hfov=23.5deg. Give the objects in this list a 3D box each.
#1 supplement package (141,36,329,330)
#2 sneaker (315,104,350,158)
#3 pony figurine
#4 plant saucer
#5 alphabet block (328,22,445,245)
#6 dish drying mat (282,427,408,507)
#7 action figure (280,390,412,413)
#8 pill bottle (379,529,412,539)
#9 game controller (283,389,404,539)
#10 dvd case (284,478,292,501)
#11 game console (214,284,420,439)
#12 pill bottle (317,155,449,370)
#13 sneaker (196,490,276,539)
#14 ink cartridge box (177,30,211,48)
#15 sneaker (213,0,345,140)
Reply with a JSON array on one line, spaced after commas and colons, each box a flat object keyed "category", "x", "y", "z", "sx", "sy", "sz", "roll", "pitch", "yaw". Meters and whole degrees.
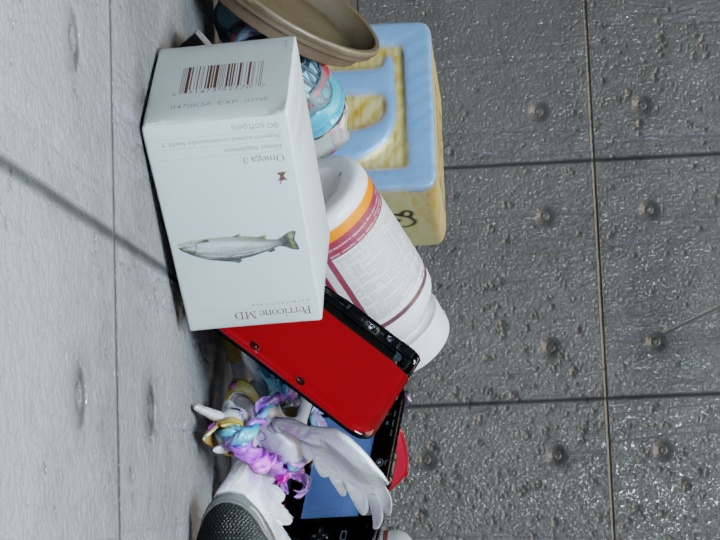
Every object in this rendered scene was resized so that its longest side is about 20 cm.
[{"category": "supplement package", "x": -0.095, "y": -0.068, "z": 1.392, "sx": 0.118, "sy": 0.115, "sz": 0.202, "roll": -88, "pitch": 171, "yaw": -53}, {"category": "sneaker", "x": -0.059, "y": -0.160, "z": 1.783, "sx": 0.200, "sy": 0.087, "sz": 0.082, "roll": -116, "pitch": -166, "yaw": -58}, {"category": "pony figurine", "x": -0.075, "y": 0.153, "z": 1.559, "sx": 0.194, "sy": 0.166, "sz": 0.200, "roll": 52, "pitch": 20, "yaw": -16}, {"category": "plant saucer", "x": -0.072, "y": -0.248, "z": 1.601, "sx": 0.030, "sy": 0.199, "sz": 0.200, "roll": -55, "pitch": -170, "yaw": 20}, {"category": "alphabet block", "x": -0.004, "y": -0.147, "z": 1.953, "sx": 0.200, "sy": 0.193, "sz": 0.199, "roll": 68, "pitch": 21, "yaw": -72}, {"category": "dish drying mat", "x": -0.036, "y": 0.229, "z": 1.693, "sx": 0.018, "sy": 0.199, "sz": 0.077, "roll": 44, "pitch": -25, "yaw": 38}, {"category": "action figure", "x": -0.026, "y": 0.123, "z": 1.761, "sx": 0.199, "sy": 0.069, "sz": 0.132, "roll": -11, "pitch": 90, "yaw": -50}, {"category": "pill bottle", "x": 0.000, "y": 0.345, "z": 1.914, "sx": 0.112, "sy": 0.197, "sz": 0.114, "roll": -2, "pitch": 90, "yaw": -86}, {"category": "game controller", "x": -0.016, "y": 0.188, "z": 1.636, "sx": 0.042, "sy": 0.103, "sz": 0.202, "roll": 44, "pitch": 45, "yaw": -39}, {"category": "dvd case", "x": -0.052, "y": 0.264, "z": 1.744, "sx": 0.022, "sy": 0.145, "sz": 0.201, "roll": 46, "pitch": -25, "yaw": 36}, {"category": "game console", "x": -0.061, "y": 0.069, "z": 1.543, "sx": 0.119, "sy": 0.199, "sz": 0.172, "roll": -52, "pitch": 180, "yaw": -23}, {"category": "pill bottle", "x": 0.000, "y": 0.000, "z": 1.623, "sx": 0.201, "sy": 0.109, "sz": 0.110, "roll": 56, "pitch": 22, "yaw": -33}, {"category": "sneaker", "x": -0.106, "y": 0.272, "z": 1.384, "sx": 0.077, "sy": 0.077, "sz": 0.202, "roll": 57, "pitch": 28, "yaw": -64}, {"category": "ink cartridge box", "x": -0.108, "y": -0.152, "z": 1.538, "sx": 0.095, "sy": 0.037, "sz": 0.200, "roll": 49, "pitch": 4, "yaw": 5}, {"category": "sneaker", "x": -0.085, "y": -0.212, "z": 1.616, "sx": 0.200, "sy": 0.079, "sz": 0.095, "roll": 50, "pitch": 4, "yaw": 38}]
